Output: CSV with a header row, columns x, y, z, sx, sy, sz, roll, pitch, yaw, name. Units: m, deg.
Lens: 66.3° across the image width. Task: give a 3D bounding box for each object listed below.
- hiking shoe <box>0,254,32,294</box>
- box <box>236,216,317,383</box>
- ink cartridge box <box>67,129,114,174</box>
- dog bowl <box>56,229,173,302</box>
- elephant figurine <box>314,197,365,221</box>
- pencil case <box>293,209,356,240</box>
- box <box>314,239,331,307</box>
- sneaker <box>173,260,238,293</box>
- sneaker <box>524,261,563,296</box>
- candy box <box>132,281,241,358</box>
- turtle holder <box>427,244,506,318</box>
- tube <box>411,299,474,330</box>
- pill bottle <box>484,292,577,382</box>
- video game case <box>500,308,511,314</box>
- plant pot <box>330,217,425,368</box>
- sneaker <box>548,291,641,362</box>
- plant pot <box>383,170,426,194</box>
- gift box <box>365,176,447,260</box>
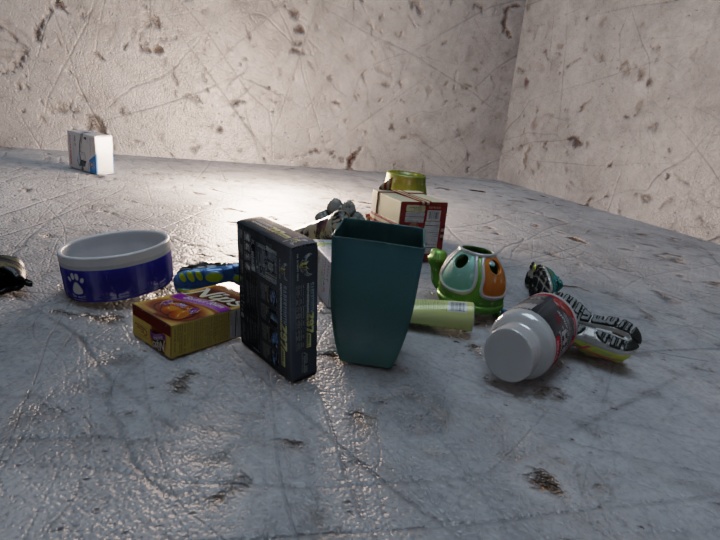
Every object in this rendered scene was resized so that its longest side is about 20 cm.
x,y,z,sx,sy,sz,roll,pitch,yaw,name
-0.662,0.011,0.917,0.196,0.079,0.099,-9,19,-44,hiking shoe
-0.125,0.039,0.816,0.050,0.208,0.156,-14,25,-36,box
-1.088,-0.479,2.220,0.195,0.152,0.085,15,20,29,ink cartridge box
-0.452,-0.013,1.029,0.192,0.082,0.201,-2,18,1,dog bowl
-0.047,-0.104,1.466,0.141,0.156,0.200,43,-6,6,elephant figurine
-0.095,-0.083,1.317,0.087,0.081,0.197,-3,-8,-41,pencil case
0.000,0.000,1.177,0.193,0.100,0.176,0,18,-22,box
-0.269,0.008,1.090,0.192,0.073,0.083,-2,24,-17,sneaker
0.450,0.025,1.323,0.077,0.080,0.200,17,18,6,sneaker
-0.257,0.074,0.908,0.114,0.059,0.197,18,19,35,candy box
0.226,0.016,1.152,0.135,0.137,0.186,2,17,-12,turtle holder
0.116,0.078,1.039,0.192,0.054,0.058,5,-25,8,tube
0.277,0.110,0.902,0.108,0.115,0.197,17,20,33,pill bottle
0.401,0.111,1.113,0.192,0.018,0.143,2,18,-17,video game case
0.022,0.038,0.878,0.136,0.208,0.142,8,17,4,plant pot
0.401,0.114,1.005,0.196,0.091,0.079,28,67,30,sneaker
0.135,-0.210,1.744,0.192,0.200,0.201,6,17,-2,plant pot
0.130,-0.143,1.532,0.179,0.208,0.186,3,15,-29,gift box
